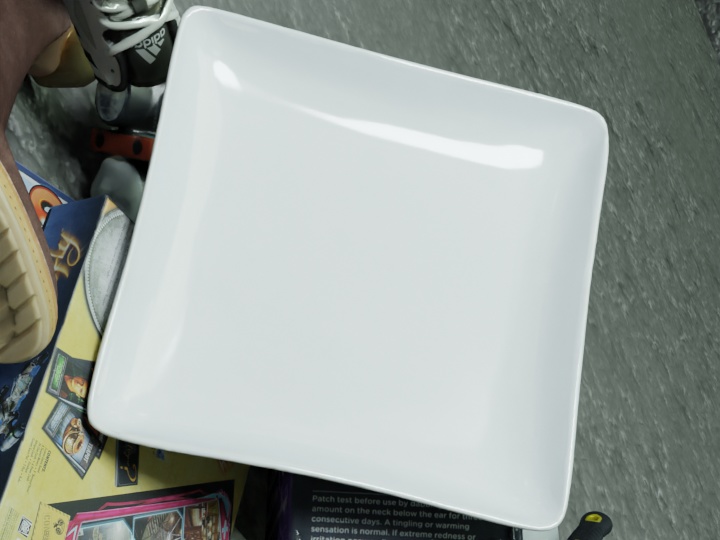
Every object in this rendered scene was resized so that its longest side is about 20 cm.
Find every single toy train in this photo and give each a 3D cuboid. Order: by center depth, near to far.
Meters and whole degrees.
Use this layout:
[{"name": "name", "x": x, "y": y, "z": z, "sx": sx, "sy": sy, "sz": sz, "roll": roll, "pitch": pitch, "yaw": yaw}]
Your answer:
[{"name": "toy train", "x": -0.058, "y": -0.057, "z": 0.920, "sx": 0.200, "sy": 0.085, "sz": 0.114, "roll": 4, "pitch": 95, "yaw": -45}]

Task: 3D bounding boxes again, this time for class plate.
[{"name": "plate", "x": 0.000, "y": 0.000, "z": 0.731, "sx": 0.032, "sy": 0.199, "sz": 0.200, "roll": 119, "pitch": -17, "yaw": -64}]

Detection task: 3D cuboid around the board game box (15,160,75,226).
[{"name": "board game box", "x": -0.175, "y": 0.000, "z": 0.716, "sx": 0.200, "sy": 0.034, "sz": 0.136, "roll": 37, "pitch": 36, "yaw": -50}]

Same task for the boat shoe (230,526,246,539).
[{"name": "boat shoe", "x": -0.047, "y": 0.205, "z": 0.759, "sx": 0.060, "sy": 0.072, "sz": 0.202, "roll": 57, "pitch": 11, "yaw": -70}]

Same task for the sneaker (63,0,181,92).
[{"name": "sneaker", "x": -0.095, "y": -0.138, "z": 0.751, "sx": 0.116, "sy": 0.076, "sz": 0.200, "roll": 63, "pitch": -14, "yaw": -18}]

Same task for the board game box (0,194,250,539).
[{"name": "board game box", "x": -0.105, "y": 0.090, "z": 0.706, "sx": 0.136, "sy": 0.035, "sz": 0.200, "roll": 48, "pitch": 45, "yaw": -41}]

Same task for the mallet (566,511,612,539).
[{"name": "mallet", "x": 0.120, "y": 0.164, "z": 0.928, "sx": 0.200, "sy": 0.066, "sz": 0.041, "roll": -15, "pitch": 109, "yaw": -64}]

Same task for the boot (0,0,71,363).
[{"name": "boot", "x": -0.151, "y": -0.077, "z": 0.692, "sx": 0.200, "sy": 0.072, "sz": 0.166, "roll": 61, "pitch": 27, "yaw": -11}]

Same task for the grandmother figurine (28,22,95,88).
[{"name": "grandmother figurine", "x": -0.195, "y": -0.139, "z": 0.785, "sx": 0.122, "sy": 0.060, "sz": 0.200, "roll": 62, "pitch": 18, "yaw": 15}]

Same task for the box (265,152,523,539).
[{"name": "box", "x": 0.013, "y": 0.058, "z": 0.814, "sx": 0.148, "sy": 0.104, "sz": 0.201, "roll": 109, "pitch": -17, "yaw": -67}]

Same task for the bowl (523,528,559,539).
[{"name": "bowl", "x": 0.031, "y": 0.119, "z": 0.987, "sx": 0.201, "sy": 0.090, "sz": 0.201, "roll": 48, "pitch": 27, "yaw": -36}]
